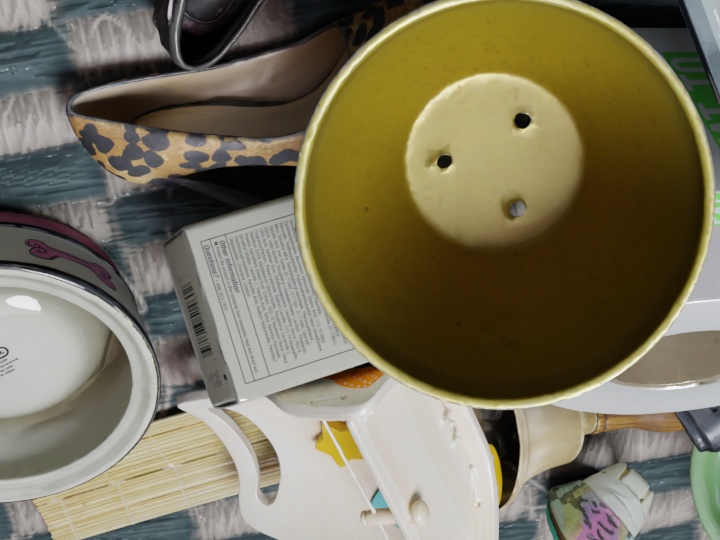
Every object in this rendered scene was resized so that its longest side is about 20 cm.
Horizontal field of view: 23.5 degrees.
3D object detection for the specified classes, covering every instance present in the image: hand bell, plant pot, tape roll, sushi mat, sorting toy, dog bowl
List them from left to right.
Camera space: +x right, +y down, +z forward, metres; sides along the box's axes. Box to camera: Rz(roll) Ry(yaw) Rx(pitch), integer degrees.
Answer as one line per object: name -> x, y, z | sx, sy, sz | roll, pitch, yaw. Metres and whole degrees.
dog bowl -> -0.222, 0.049, 1.048 | 0.199, 0.074, 0.201 | -5, 133, -6
sushi mat -> -0.132, 0.134, 1.185 | 0.199, 0.012, 0.096 | -16, 131, 3
sorting toy -> -0.021, 0.119, 1.083 | 0.179, 0.107, 0.201 | -2, 131, 29
plant pot -> 0.069, -0.046, 0.883 | 0.199, 0.142, 0.201 | 0, 102, 2
hand bell -> 0.165, 0.099, 1.177 | 0.199, 0.104, 0.104 | -5, 135, -26
tape roll -> 0.193, 0.024, 1.061 | 0.201, 0.071, 0.203 | -5, 157, -2

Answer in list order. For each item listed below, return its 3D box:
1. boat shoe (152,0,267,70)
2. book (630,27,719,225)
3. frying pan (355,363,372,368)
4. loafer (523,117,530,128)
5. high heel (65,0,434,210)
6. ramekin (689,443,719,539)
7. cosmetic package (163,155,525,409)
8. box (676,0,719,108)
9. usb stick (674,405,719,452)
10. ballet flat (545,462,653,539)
boat shoe -> -0.043, -0.184, 0.881 | 0.067, 0.057, 0.200 | 20, 125, -27
book -> 0.238, -0.079, 0.963 | 0.199, 0.134, 0.048 | -4, 134, -20
frying pan -> 0.000, 0.034, 1.106 | 0.189, 0.031, 0.115 | -21, 142, -5
loafer -> 0.195, -0.070, 1.025 | 0.199, 0.071, 0.068 | 3, 130, -14
high heel -> -0.059, -0.104, 0.938 | 0.142, 0.072, 0.200 | 20, 134, -35
ramekin -> 0.332, 0.147, 1.172 | 0.199, 0.201, 0.098 | -25, 139, 11
cosmetic package -> 0.000, 0.000, 0.983 | 0.199, 0.104, 0.073 | -16, 178, -19
box -> 0.170, -0.170, 0.868 | 0.046, 0.159, 0.200 | -22, 133, 12
usb stick -> 0.300, 0.051, 1.156 | 0.199, 0.033, 0.056 | -33, 90, 7
ballet flat -> 0.167, 0.164, 1.189 | 0.071, 0.069, 0.200 | -39, 174, 3
